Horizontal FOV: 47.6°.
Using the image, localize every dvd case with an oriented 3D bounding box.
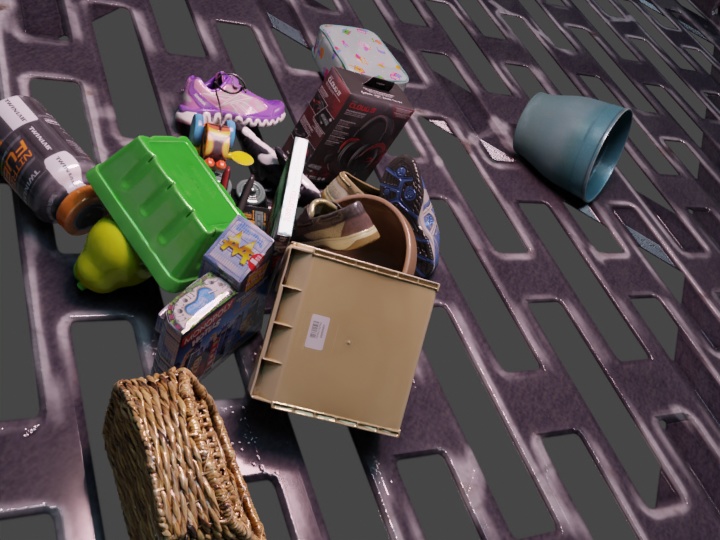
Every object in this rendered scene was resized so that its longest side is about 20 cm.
[{"bbox_3d":[-0.108,-0.058,1.064,0.022,0.200,0.147,13,59,-10],"label":"dvd case"}]

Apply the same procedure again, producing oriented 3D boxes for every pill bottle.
[{"bbox_3d":[-0.424,-0.137,1.107,0.200,0.107,0.106,44,43,18],"label":"pill bottle"}]

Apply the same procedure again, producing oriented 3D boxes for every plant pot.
[{"bbox_3d":[0.000,0.000,1.180,0.093,0.200,0.202,37,20,-56],"label":"plant pot"},{"bbox_3d":[0.421,-0.267,1.662,0.187,0.201,0.200,28,38,24],"label":"plant pot"}]

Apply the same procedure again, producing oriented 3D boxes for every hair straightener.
[{"bbox_3d":[-0.174,-0.040,1.129,0.076,0.041,0.202,15,77,-15],"label":"hair straightener"}]

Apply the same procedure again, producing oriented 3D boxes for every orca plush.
[{"bbox_3d":[-0.155,-0.160,1.308,0.071,0.105,0.200,-43,86,-13],"label":"orca plush"}]

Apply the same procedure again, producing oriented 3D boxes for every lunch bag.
[{"bbox_3d":[0.002,-0.410,1.648,0.159,0.077,0.201,-3,50,-33],"label":"lunch bag"}]

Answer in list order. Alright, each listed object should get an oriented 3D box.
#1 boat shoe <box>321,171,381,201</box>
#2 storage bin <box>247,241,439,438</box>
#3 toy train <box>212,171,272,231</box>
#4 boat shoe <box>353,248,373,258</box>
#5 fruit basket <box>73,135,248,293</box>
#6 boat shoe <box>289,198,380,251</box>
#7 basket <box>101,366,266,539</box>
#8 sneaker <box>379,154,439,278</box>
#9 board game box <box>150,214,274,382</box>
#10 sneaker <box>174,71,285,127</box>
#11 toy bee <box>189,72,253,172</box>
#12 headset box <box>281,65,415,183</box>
[{"bbox_3d":[0.028,-0.111,1.341,0.200,0.063,0.073,17,38,-38],"label":"boat shoe"},{"bbox_3d":[-0.024,0.085,1.025,0.197,0.202,0.094,16,0,-13],"label":"storage bin"},{"bbox_3d":[-0.216,-0.080,1.189,0.199,0.085,0.115,9,53,-21],"label":"toy train"},{"bbox_3d":[-0.003,-0.042,1.273,0.200,0.068,0.072,37,41,10],"label":"boat shoe"},{"bbox_3d":[-0.271,-0.048,1.056,0.216,0.216,0.155,44,26,18],"label":"fruit basket"},{"bbox_3d":[-0.048,-0.065,1.101,0.071,0.200,0.067,-20,104,-33],"label":"boat shoe"},{"bbox_3d":[-0.174,0.204,0.867,0.148,0.143,0.201,-4,50,-31],"label":"basket"},{"bbox_3d":[0.083,-0.086,1.319,0.077,0.075,0.202,-5,86,-67],"label":"sneaker"},{"bbox_3d":[-0.178,0.041,0.987,0.061,0.201,0.200,34,41,13],"label":"board game box"},{"bbox_3d":[-0.215,-0.290,1.380,0.199,0.089,0.080,-6,19,-34],"label":"sneaker"},{"bbox_3d":[-0.228,-0.186,1.216,0.130,0.200,0.109,-1,63,-2],"label":"toy bee"},{"bbox_3d":[-0.017,-0.240,1.350,0.148,0.200,0.075,4,45,-43],"label":"headset box"}]
